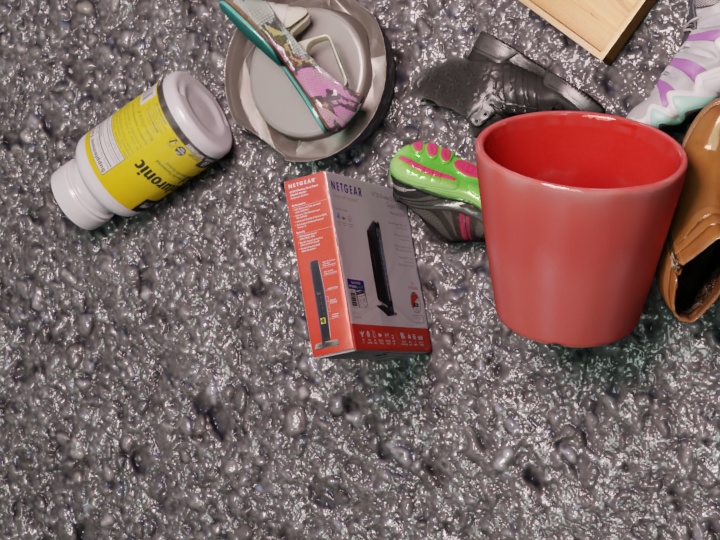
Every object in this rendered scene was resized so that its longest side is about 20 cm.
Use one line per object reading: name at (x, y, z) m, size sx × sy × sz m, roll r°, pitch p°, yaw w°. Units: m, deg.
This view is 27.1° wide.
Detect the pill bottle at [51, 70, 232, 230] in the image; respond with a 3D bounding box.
pill bottle at (-0.254, -0.131, 1.708) m, size 0.200 × 0.111 × 0.112 m, roll -31°, pitch 75°, yaw 20°

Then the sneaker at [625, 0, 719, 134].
sneaker at (0.331, -0.226, 1.475) m, size 0.199 × 0.078 × 0.140 m, roll -28°, pitch 75°, yaw 11°

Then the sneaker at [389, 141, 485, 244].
sneaker at (0.120, -0.063, 1.566) m, size 0.199 × 0.077 × 0.084 m, roll 32°, pitch 145°, yaw 11°

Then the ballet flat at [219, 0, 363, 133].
ballet flat at (-0.067, -0.236, 1.598) m, size 0.071 × 0.069 × 0.200 m, roll -39°, pitch 76°, yaw -2°

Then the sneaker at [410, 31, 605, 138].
sneaker at (0.152, -0.176, 1.558) m, size 0.200 × 0.060 × 0.104 m, roll 37°, pitch 101°, yaw 27°

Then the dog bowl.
dog bowl at (-0.051, -0.216, 1.650) m, size 0.199 × 0.059 × 0.201 m, roll -2°, pitch 86°, yaw 24°

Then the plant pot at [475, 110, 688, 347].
plant pot at (0.204, -0.036, 1.427) m, size 0.200 × 0.200 × 0.178 m, roll 14°, pitch 119°, yaw 24°

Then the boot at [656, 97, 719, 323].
boot at (0.325, -0.056, 1.399) m, size 0.076 × 0.155 × 0.201 m, roll 22°, pitch 108°, yaw 2°

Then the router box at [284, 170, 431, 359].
router box at (0.000, 0.000, 1.537) m, size 0.049 × 0.200 × 0.181 m, roll -13°, pitch 82°, yaw 24°

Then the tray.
tray at (0.208, -0.311, 1.552) m, size 0.200 × 0.037 × 0.099 m, roll 40°, pitch 103°, yaw 22°
